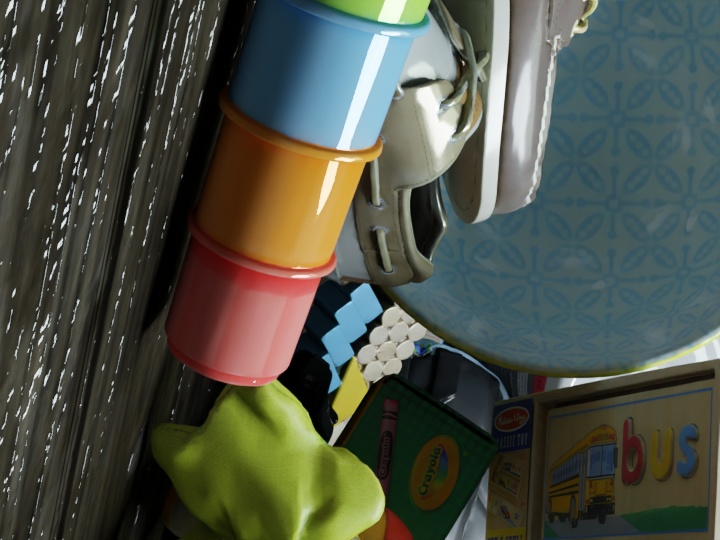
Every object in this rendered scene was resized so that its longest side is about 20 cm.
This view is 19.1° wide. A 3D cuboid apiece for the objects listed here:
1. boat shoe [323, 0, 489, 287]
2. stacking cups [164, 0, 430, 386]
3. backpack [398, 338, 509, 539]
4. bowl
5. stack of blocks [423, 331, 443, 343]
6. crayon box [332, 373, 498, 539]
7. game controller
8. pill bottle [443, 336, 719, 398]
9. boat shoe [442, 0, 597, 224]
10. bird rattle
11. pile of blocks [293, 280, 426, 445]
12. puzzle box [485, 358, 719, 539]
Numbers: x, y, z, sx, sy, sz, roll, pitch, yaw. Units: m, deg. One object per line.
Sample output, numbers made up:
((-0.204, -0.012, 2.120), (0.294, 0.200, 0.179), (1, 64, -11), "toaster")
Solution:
((0.011, -0.068, 0.752), (0.200, 0.068, 0.075), (102, 8, -55), "boat shoe")
((-0.014, -0.064, 0.617), (0.061, 0.060, 0.200), (-60, 173, -68), "stacking cups")
((0.014, 0.136, 1.194), (0.154, 0.163, 0.201), (-115, -146, -86), "backpack")
((0.086, -0.055, 0.885), (0.108, 0.199, 0.201), (43, 66, -87), "bowl")
((0.056, -0.048, 1.433), (0.115, 0.058, 0.200), (-67, 174, -47), "stack of blocks")
((-0.020, 0.144, 0.918), (0.200, 0.058, 0.119), (-58, 180, -6), "crayon box")
((-0.054, 0.104, 0.936), (0.104, 0.042, 0.200), (-58, 179, 17), "game controller")
((0.114, 0.033, 1.240), (0.200, 0.110, 0.111), (39, -66, 58), "pill bottle")
((0.060, -0.118, 0.802), (0.072, 0.059, 0.201), (-168, -103, -69), "boat shoe")
((0.006, 0.109, 0.754), (0.113, 0.199, 0.163), (-70, -161, -2), "bird rattle")
((0.000, 0.000, 1.065), (0.062, 0.082, 0.200), (41, -71, 48), "pile of blocks")
((0.098, 0.108, 0.824), (0.200, 0.025, 0.134), (157, -60, -68), "puzzle box")
